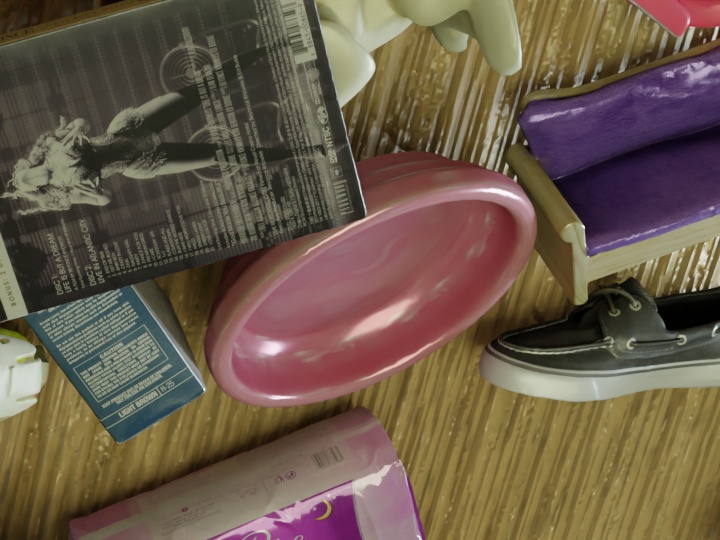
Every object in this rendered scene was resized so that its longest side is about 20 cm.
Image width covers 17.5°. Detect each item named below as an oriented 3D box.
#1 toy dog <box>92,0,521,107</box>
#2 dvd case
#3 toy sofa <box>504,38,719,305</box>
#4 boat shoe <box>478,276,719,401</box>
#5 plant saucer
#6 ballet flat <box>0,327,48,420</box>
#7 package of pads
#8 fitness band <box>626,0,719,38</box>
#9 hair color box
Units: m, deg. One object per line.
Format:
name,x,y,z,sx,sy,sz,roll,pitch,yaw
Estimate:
toy dog,-0.038,-0.152,1.194,0.199,0.140,0.194,-18,115,-10
dvd case,-0.108,-0.063,1.150,0.199,0.016,0.149,-16,123,-3
toy sofa,0.190,-0.067,1.346,0.199,0.083,0.098,-18,134,-11
boat shoe,0.165,0.036,1.411,0.199,0.070,0.066,-1,109,-21
plant saucer,0.000,0.000,1.296,0.200,0.051,0.201,-24,154,-13
ballet flat,-0.196,0.051,1.207,0.067,0.200,0.067,6,91,-4
package of pads,-0.063,0.171,1.387,0.199,0.076,0.121,-22,123,-9
fitness band,0.182,-0.217,1.305,0.200,0.037,0.144,36,97,-33
hair color box,-0.162,-0.014,1.237,0.060,0.100,0.200,-31,123,1
